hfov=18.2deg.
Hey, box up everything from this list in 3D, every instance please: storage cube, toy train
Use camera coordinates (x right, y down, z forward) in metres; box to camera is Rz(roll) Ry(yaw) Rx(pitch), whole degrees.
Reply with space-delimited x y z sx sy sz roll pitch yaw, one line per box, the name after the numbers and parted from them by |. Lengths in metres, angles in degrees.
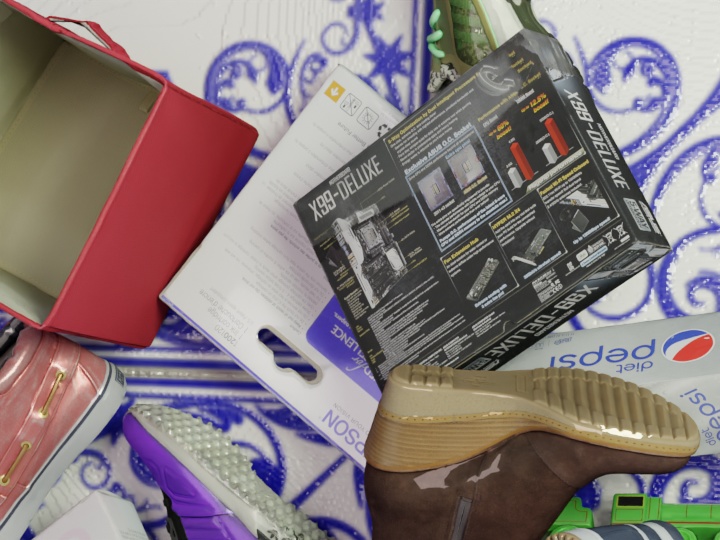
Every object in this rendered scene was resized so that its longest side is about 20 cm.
-0.202 -0.065 1.485 0.171 0.180 0.200 28 93 18 | storage cube
0.182 0.167 1.411 0.200 0.042 0.056 0 41 12 | toy train

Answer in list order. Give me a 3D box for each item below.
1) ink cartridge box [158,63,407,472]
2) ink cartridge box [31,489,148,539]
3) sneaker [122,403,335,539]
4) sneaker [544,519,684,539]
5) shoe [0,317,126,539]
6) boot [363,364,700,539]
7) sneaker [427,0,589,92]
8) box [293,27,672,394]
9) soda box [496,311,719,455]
0.000 0.000 1.489 0.198 0.043 0.200 40 95 17 | ink cartridge box
-0.183 0.272 1.486 0.163 0.057 0.200 -38 56 17 | ink cartridge box
-0.100 0.176 1.491 0.200 0.070 0.100 41 104 18 | sneaker
0.148 0.242 1.344 0.070 0.108 0.200 23 114 43 | sneaker
-0.253 0.124 1.522 0.091 0.071 0.200 37 93 -27 | shoe
0.099 0.144 1.370 0.200 0.072 0.167 7 115 9 | boot
0.068 -0.155 1.467 0.089 0.077 0.200 -34 73 24 | sneaker
0.070 -0.027 1.389 0.200 0.050 0.158 -37 66 25 | box
0.175 0.076 1.404 0.200 0.068 0.063 -8 123 16 | soda box
